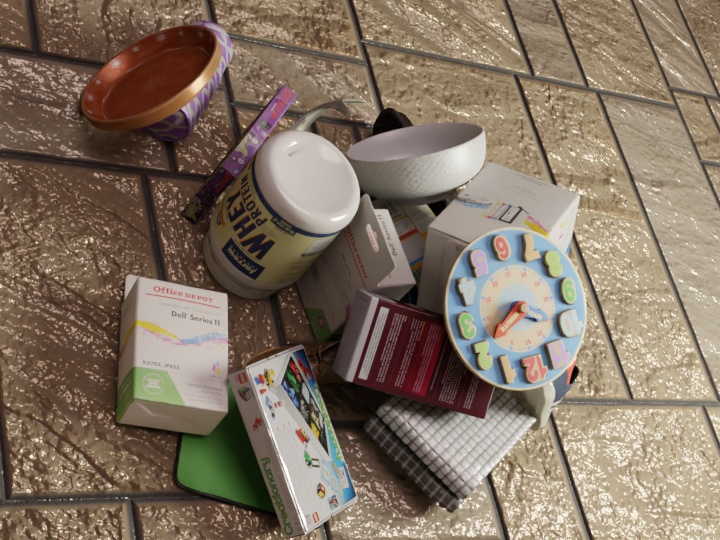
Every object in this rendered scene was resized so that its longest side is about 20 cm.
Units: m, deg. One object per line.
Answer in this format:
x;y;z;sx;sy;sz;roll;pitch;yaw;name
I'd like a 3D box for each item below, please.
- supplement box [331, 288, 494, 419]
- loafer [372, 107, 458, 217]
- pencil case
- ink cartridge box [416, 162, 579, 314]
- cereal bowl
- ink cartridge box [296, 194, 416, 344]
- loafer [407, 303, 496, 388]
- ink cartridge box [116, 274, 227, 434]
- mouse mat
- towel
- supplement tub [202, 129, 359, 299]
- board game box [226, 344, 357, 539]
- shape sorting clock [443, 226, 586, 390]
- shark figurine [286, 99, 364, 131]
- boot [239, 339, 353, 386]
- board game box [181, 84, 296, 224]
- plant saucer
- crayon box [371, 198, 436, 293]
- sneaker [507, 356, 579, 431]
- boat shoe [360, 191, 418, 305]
0.076;0.104;1.524;0.198;0.061;0.110;18;93;-20;supplement box
0.088;-0.157;1.872;0.071;0.073;0.201;-17;75;-52;loafer
-0.242;-0.264;1.697;0.084;0.085;0.201;4;43;14;pencil case
0.187;-0.022;1.676;0.143;0.149;0.200;23;41;21;ink cartridge box
0.083;-0.144;1.733;0.199;0.198;0.084;-30;115;-44;cereal bowl
0.000;0.000;1.592;0.067;0.200;0.118;-2;60;-36;ink cartridge box
0.119;0.098;1.599;0.198;0.070;0.070;20;40;-18;loafer
-0.220;0.083;1.453;0.116;0.067;0.202;11;53;-23;ink cartridge box
-0.126;0.215;1.484;0.198;0.008;0.162;21;49;-21;mouse mat
0.114;0.203;1.612;0.165;0.086;0.200;43;39;9;towel
-0.105;-0.066;1.564;0.144;0.200;0.146;19;49;-24;supplement tub
-0.077;0.198;1.450;0.126;0.034;0.202;-17;87;-60;board game box
0.193;0.046;1.513;0.198;0.039;0.203;2;86;-23;shape sorting clock
-0.084;-0.156;1.719;0.127;0.217;0.089;21;0;16;shark figurine
-0.063;0.114;1.555;0.198;0.075;0.074;-8;66;-38;boot
-0.161;-0.157;1.648;0.032;0.120;0.201;37;46;-7;board game box
-0.270;-0.248;1.606;0.202;0.198;0.032;-72;146;-42;plant saucer
0.081;-0.017;1.770;0.125;0.052;0.201;-26;76;-44;crayon box
0.251;0.155;1.663;0.084;0.200;0.075;-40;78;-15;sneaker
0.005;-0.022;1.691;0.201;0.084;0.069;54;20;6;boat shoe
